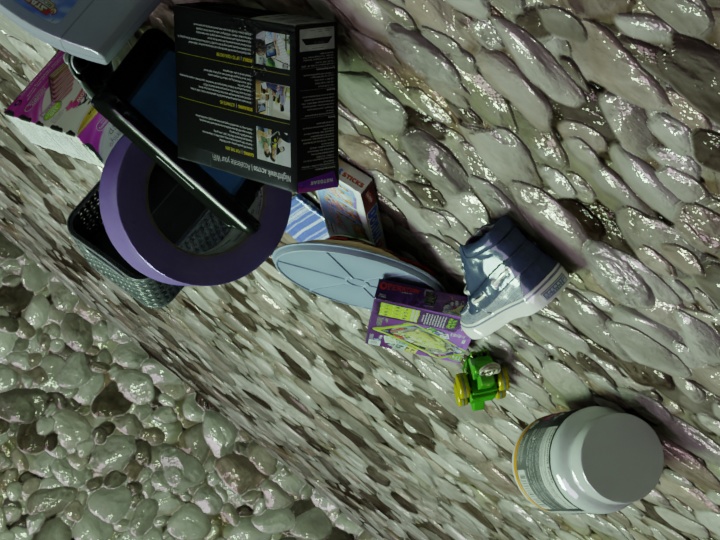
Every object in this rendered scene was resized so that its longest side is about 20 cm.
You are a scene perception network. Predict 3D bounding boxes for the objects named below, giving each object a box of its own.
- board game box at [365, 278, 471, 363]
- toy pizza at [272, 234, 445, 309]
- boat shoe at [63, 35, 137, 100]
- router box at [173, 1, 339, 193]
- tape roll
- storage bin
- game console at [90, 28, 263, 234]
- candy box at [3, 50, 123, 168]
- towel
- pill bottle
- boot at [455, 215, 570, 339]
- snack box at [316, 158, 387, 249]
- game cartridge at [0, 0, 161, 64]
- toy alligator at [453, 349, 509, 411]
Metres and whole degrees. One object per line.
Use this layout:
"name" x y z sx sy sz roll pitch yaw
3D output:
"board game box" 0.070 0.060 1.779 0.120 0.032 0.200 16 163 2
"toy pizza" 0.000 0.000 1.745 0.200 0.032 0.200 13 163 4
"boat shoe" -0.280 -0.228 1.690 0.071 0.070 0.201 21 -159 -41
"router box" -0.098 -0.162 1.417 0.200 0.051 0.149 20 115 49
"tape roll" -0.183 -0.082 1.723 0.200 0.200 0.085 44 164 -16
"storage bin" -0.238 -0.072 1.876 0.135 0.200 0.094 34 165 18
"game console" -0.163 -0.147 1.591 0.200 0.116 0.176 41 174 -16
"candy box" -0.316 -0.201 1.817 0.200 0.136 0.061 19 156 50
"towel" -0.021 -0.012 1.882 0.200 0.024 0.145 41 164 -7
"pill bottle" 0.249 0.209 1.707 0.116 0.116 0.200 40 164 -5
"boot" 0.128 0.003 1.511 0.090 0.073 0.200 47 156 -3
"snack box" -0.012 -0.065 1.704 0.072 0.024 0.200 34 164 18
"game cartridge" -0.293 -0.292 1.505 0.200 0.133 0.042 35 164 13
"toy alligator" 0.141 0.117 1.826 0.200 0.059 0.054 90 168 -71
